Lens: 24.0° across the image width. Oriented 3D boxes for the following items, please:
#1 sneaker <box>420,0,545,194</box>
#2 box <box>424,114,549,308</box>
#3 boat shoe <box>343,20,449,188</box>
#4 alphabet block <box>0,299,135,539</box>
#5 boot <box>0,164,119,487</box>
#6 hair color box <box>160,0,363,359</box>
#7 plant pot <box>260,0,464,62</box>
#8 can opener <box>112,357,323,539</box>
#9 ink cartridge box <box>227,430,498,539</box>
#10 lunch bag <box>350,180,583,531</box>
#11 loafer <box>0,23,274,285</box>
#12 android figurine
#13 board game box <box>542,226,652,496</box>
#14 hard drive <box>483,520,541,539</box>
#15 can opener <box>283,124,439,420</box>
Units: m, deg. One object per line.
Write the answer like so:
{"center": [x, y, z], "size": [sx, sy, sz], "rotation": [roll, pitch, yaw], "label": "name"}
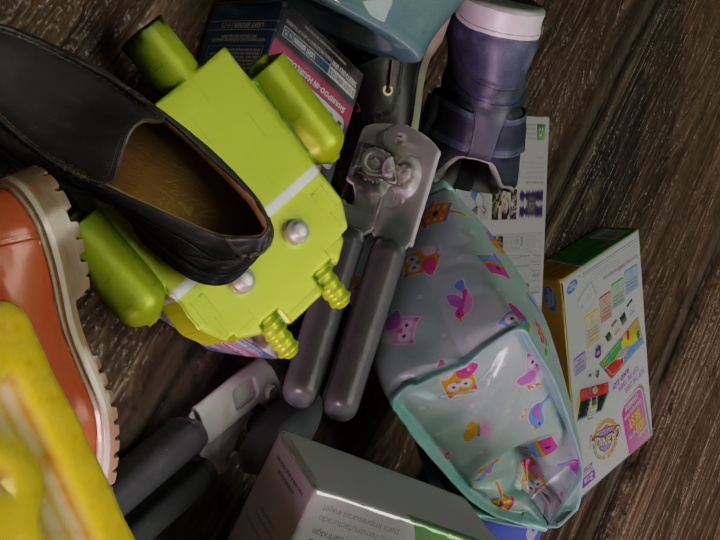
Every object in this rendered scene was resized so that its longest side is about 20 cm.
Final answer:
{"center": [0.083, -0.138, 1.227], "size": [0.202, 0.076, 0.147], "rotation": [-89, -174, -71], "label": "sneaker"}
{"center": [0.097, -0.024, 1.327], "size": [0.144, 0.036, 0.202], "rotation": [-3, 96, -55], "label": "box"}
{"center": [0.015, -0.131, 1.175], "size": [0.063, 0.074, 0.203], "rotation": [13, 94, -17], "label": "boat shoe"}
{"center": [-0.235, 0.133, 0.720], "size": [0.196, 0.199, 0.197], "rotation": [-51, 133, -38], "label": "alphabet block"}
{"center": [-0.193, 0.054, 0.898], "size": [0.107, 0.075, 0.201], "rotation": [-28, 121, -32], "label": "boot"}
{"center": [-0.071, -0.056, 1.057], "size": [0.100, 0.060, 0.201], "rotation": [36, 66, -51], "label": "hair color box"}
{"center": [0.016, -0.240, 1.056], "size": [0.200, 0.199, 0.189], "rotation": [26, 87, -53], "label": "plant pot"}
{"center": [-0.097, 0.119, 1.034], "size": [0.200, 0.067, 0.054], "rotation": [-39, 124, -46], "label": "can opener"}
{"center": [-0.022, 0.222, 1.041], "size": [0.145, 0.088, 0.201], "rotation": [23, 101, -25], "label": "ink cartridge box"}
{"center": [0.078, 0.069, 1.162], "size": [0.200, 0.121, 0.171], "rotation": [55, 9, -43], "label": "lunch bag"}
{"center": [-0.128, -0.069, 0.894], "size": [0.199, 0.072, 0.073], "rotation": [33, 70, -14], "label": "loafer"}
{"center": [-0.086, -0.042, 0.970], "size": [0.182, 0.041, 0.200], "rotation": [-41, 99, -25], "label": "android figurine"}
{"center": [0.201, 0.079, 1.484], "size": [0.153, 0.040, 0.201], "rotation": [-27, 116, -51], "label": "board game box"}
{"center": [0.048, 0.216, 1.176], "size": [0.199, 0.025, 0.133], "rotation": [9, 101, -49], "label": "hard drive"}
{"center": [0.000, 0.000, 1.084], "size": [0.067, 0.053, 0.201], "rotation": [109, -1, -72], "label": "can opener"}
